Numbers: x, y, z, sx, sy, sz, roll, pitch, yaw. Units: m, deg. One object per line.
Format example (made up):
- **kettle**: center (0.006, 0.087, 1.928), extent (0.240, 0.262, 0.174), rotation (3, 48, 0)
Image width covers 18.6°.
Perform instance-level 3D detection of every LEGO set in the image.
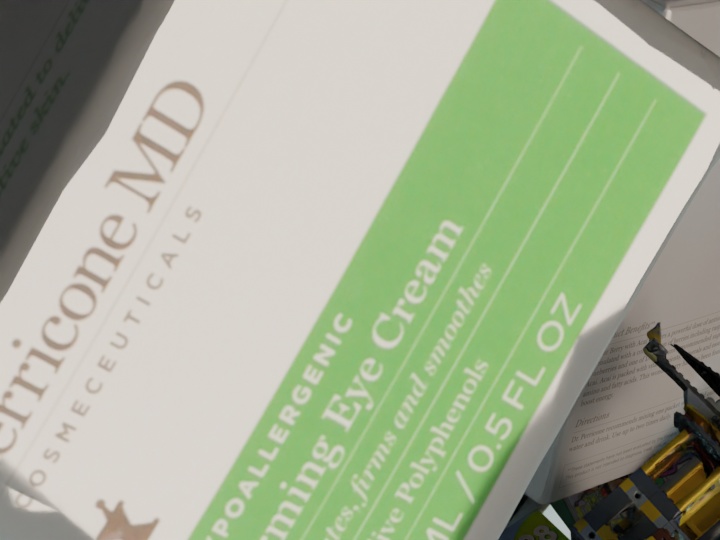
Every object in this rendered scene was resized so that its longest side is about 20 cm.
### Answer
- **LEGO set**: center (0.156, 0.115, 0.819), extent (0.116, 0.154, 0.200), rotation (-39, 152, -9)

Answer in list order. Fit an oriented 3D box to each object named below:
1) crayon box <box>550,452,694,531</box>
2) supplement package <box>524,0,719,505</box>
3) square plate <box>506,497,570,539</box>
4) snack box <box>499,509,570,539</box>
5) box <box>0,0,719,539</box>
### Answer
- **crayon box**: center (0.199, 0.043, 0.983), extent (0.172, 0.058, 0.200), rotation (-15, 152, -41)
- **supplement package**: center (0.088, -0.034, 0.859), extent (0.121, 0.119, 0.202), rotation (-12, 123, -44)
- **square plate**: center (0.140, 0.120, 1.108), extent (0.198, 0.028, 0.200), rotation (-50, 143, -13)
- **snack box**: center (0.051, 0.216, 0.920), extent (0.199, 0.169, 0.068), rotation (-27, 138, -24)
- **box**: center (-0.044, -0.024, 0.605), extent (0.171, 0.200, 0.200), rotation (30, 90, -29)
